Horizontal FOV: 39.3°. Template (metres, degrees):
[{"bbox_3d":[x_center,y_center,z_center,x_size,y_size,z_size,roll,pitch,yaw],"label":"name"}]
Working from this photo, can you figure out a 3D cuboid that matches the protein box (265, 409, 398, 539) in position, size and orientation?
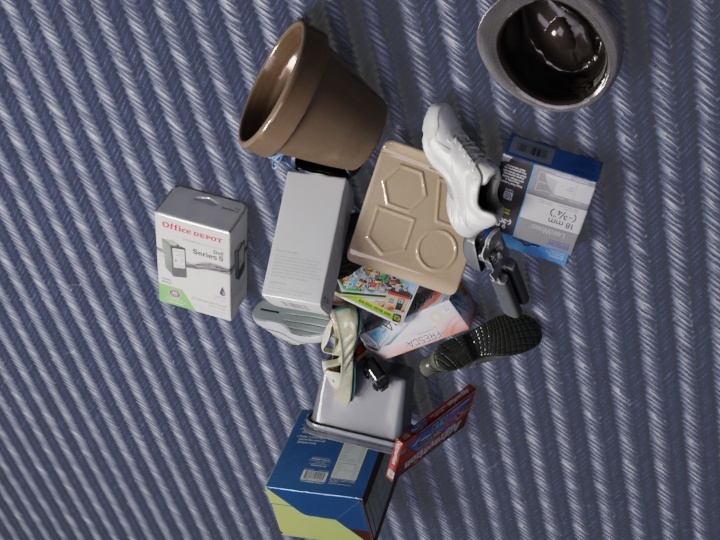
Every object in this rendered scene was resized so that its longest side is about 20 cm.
[{"bbox_3d":[-0.046,0.391,1.919,0.195,0.201,0.137,2,128,20],"label":"protein box"}]

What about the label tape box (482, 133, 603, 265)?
[{"bbox_3d":[0.264,-0.087,1.511,0.142,0.064,0.202,18,130,9],"label":"label tape box"}]

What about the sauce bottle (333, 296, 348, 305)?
[{"bbox_3d":[-0.057,0.028,1.731,0.196,0.065,0.066,7,129,18],"label":"sauce bottle"}]

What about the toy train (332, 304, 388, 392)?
[{"bbox_3d":[-0.015,0.125,1.756,0.201,0.034,0.046,52,165,16],"label":"toy train"}]

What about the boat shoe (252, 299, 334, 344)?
[{"bbox_3d":[-0.107,0.095,1.788,0.198,0.074,0.067,16,156,46],"label":"boat shoe"}]

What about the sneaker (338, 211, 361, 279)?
[{"bbox_3d":[-0.018,-0.042,1.620,0.197,0.092,0.076,-20,167,-3],"label":"sneaker"}]

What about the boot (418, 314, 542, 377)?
[{"bbox_3d":[0.196,0.127,1.699,0.196,0.069,0.131,-15,172,-11],"label":"boot"}]

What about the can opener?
[{"bbox_3d":[0.211,0.000,1.574,0.066,0.054,0.201,22,158,32],"label":"can opener"}]

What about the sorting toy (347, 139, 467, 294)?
[{"bbox_3d":[0.092,-0.081,1.554,0.182,0.037,0.203,18,104,-5],"label":"sorting toy"}]

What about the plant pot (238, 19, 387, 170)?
[{"bbox_3d":[-0.060,-0.231,1.466,0.173,0.203,0.200,26,134,-23],"label":"plant pot"}]

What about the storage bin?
[{"bbox_3d":[0.012,0.230,1.828,0.196,0.145,0.137,12,103,13],"label":"storage bin"}]

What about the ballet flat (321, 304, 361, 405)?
[{"bbox_3d":[-0.039,0.143,1.710,0.061,0.068,0.203,-5,122,-17],"label":"ballet flat"}]

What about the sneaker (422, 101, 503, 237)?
[{"bbox_3d":[0.159,-0.154,1.459,0.099,0.077,0.203,-14,100,52],"label":"sneaker"}]

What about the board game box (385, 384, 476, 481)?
[{"bbox_3d":[0.125,0.285,1.777,0.019,0.199,0.104,38,137,26],"label":"board game box"}]

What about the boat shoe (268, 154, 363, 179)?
[{"bbox_3d":[-0.093,-0.194,1.569,0.196,0.069,0.085,12,130,14],"label":"boat shoe"}]

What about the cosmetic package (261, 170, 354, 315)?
[{"bbox_3d":[-0.078,-0.043,1.552,0.100,0.204,0.074,10,168,14],"label":"cosmetic package"}]

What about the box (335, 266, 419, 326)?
[{"bbox_3d":[0.000,0.000,1.664,0.197,0.035,0.112,25,90,2],"label":"box"}]

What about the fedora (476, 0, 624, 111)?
[{"bbox_3d":[0.253,-0.308,1.324,0.199,0.091,0.176,37,133,-17],"label":"fedora"}]

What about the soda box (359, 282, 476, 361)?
[{"bbox_3d":[0.097,0.085,1.714,0.198,0.064,0.069,-24,115,34],"label":"soda box"}]

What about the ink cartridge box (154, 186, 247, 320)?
[{"bbox_3d":[-0.276,-0.029,1.763,0.143,0.084,0.203,14,130,11],"label":"ink cartridge box"}]
